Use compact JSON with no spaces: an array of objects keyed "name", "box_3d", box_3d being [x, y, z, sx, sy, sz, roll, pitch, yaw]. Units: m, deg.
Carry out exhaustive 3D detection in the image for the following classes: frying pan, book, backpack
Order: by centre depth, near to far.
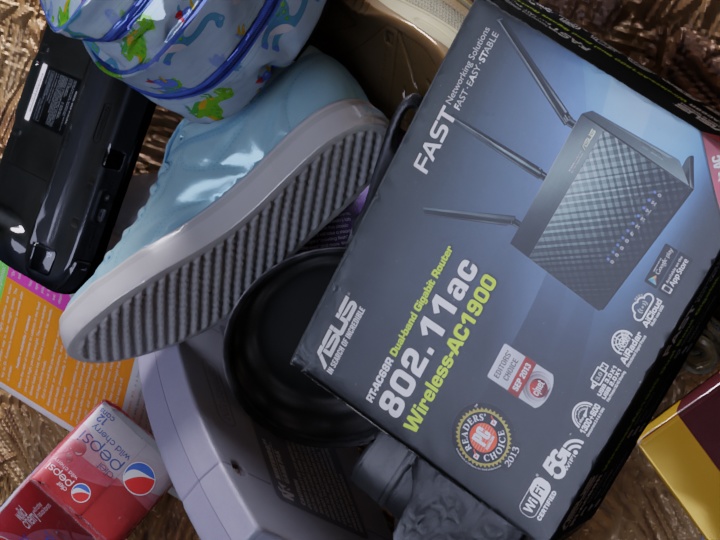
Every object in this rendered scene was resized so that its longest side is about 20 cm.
[{"name":"backpack","box_3d":[-0.092,-0.161,0.915,0.163,0.154,0.200,-42,57,16]},{"name":"frying pan","box_3d":[-0.017,0.004,0.932,0.114,0.031,0.191,-8,117,-2]},{"name":"book","box_3d":[-0.157,0.038,1.160,0.199,0.048,0.134,31,123,22]}]

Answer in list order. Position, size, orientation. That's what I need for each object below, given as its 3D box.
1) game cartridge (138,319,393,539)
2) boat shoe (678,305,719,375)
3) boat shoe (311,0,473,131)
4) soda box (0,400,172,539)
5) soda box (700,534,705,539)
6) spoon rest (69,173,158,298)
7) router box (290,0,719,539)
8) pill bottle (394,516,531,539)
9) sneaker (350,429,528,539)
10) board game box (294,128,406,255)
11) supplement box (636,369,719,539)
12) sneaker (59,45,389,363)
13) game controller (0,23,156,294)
[{"name":"game cartridge","box_3d":[-0.052,0.090,0.988,0.040,0.133,0.200,-43,39,16]},{"name":"boat shoe","box_3d":[0.169,-0.005,0.869,0.073,0.063,0.200,45,124,0]},{"name":"boat shoe","box_3d":[0.011,-0.131,0.954,0.200,0.065,0.072,41,136,40]},{"name":"soda box","box_3d":[-0.176,0.145,1.142,0.063,0.070,0.200,43,151,-3]},{"name":"soda box","box_3d":[0.205,0.136,0.910,0.070,0.063,0.201,17,117,29]},{"name":"spoon rest","box_3d":[-0.095,-0.024,1.069,0.200,0.061,0.100,-28,88,34]},{"name":"router box","box_3d":[0.078,-0.002,0.839,0.150,0.062,0.201,34,109,20]},{"name":"pill bottle","box_3d":[0.060,0.222,1.024,0.110,0.111,0.201,12,115,33]},{"name":"sneaker","box_3d":[0.072,0.086,0.919,0.104,0.060,0.200,42,103,12]},{"name":"board game box","box_3d":[0.036,-0.015,0.964,0.199,0.032,0.121,-6,109,20]},{"name":"supplement box","box_3d":[0.252,0.085,0.757,0.200,0.133,0.198,-38,83,9]},{"name":"sneaker","box_3d":[-0.076,-0.034,0.944,0.200,0.074,0.082,-37,57,9]},{"name":"game controller","box_3d":[-0.157,-0.090,1.067,0.104,0.042,0.201,27,98,51]}]
